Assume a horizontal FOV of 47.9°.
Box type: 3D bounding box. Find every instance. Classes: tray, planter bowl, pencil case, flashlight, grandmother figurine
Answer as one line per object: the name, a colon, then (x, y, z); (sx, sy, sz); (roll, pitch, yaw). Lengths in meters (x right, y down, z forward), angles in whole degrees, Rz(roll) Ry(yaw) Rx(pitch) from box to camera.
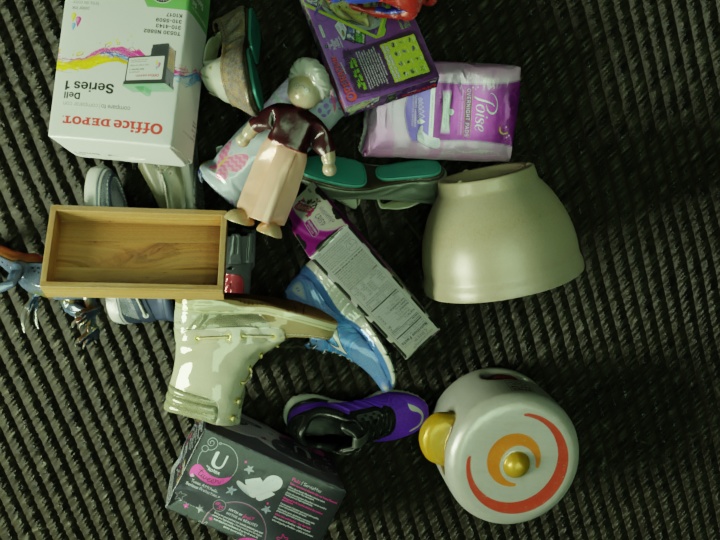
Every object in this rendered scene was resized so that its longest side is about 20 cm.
tray: (-0.253, -0.019, 0.925); (0.197, 0.037, 0.100); (2, 67, -7)
planter bowl: (0.162, -0.055, 0.987); (0.198, 0.200, 0.136); (-13, 103, -5)
pencil case: (-0.106, -0.162, 0.991); (0.200, 0.091, 0.083); (-44, 126, 4)
flashlight: (-0.171, 0.049, 1.034); (0.067, 0.068, 0.203); (3, 102, -5)
grandmother figurine: (-0.081, -0.141, 0.920); (0.120, 0.061, 0.202); (18, 98, -7)

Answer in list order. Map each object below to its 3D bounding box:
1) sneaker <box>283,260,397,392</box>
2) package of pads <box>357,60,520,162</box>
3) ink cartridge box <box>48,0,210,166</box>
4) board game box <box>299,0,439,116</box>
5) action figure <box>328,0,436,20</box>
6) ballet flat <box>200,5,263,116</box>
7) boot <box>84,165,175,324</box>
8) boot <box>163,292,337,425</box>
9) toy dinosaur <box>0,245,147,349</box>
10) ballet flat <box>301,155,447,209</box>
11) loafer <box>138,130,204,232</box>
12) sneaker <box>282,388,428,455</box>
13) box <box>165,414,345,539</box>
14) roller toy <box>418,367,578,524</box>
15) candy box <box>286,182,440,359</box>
sneaker: (-0.025, 0.083, 1.063); (0.089, 0.079, 0.201); (-38, 96, 9)
package of pads: (0.096, -0.200, 1.014); (0.197, 0.076, 0.122); (1, 104, -8)
ink cartridge box: (-0.259, -0.231, 0.919); (0.143, 0.084, 0.203); (5, 85, 3)
board game box: (0.003, -0.290, 0.959); (0.119, 0.032, 0.202); (-17, 75, -11)
action figure: (-0.004, -0.323, 0.908); (0.198, 0.099, 0.066); (-2, 115, -36)
ballet flat: (-0.147, -0.233, 0.927); (0.066, 0.201, 0.069); (-13, 132, 3)
boot: (-0.272, -0.031, 0.994); (0.089, 0.073, 0.202); (-2, 112, 11)
boot: (-0.134, 0.110, 0.988); (0.198, 0.072, 0.157); (7, 96, -12)
toy dinosaur: (-0.379, 0.012, 0.980); (0.200, 0.105, 0.181); (-40, 72, -19)
ballet flat: (0.011, -0.105, 1.031); (0.197, 0.068, 0.064); (0, 131, -5)
loafer: (-0.233, -0.119, 0.994); (0.069, 0.075, 0.203); (-3, 93, -1)
sneaker: (0.000, 0.208, 1.070); (0.198, 0.100, 0.070); (-2, 102, -10)
box: (-0.135, 0.269, 1.050); (0.199, 0.132, 0.116); (28, 93, -12)
roller toy: (0.188, 0.231, 1.080); (0.182, 0.140, 0.201); (-37, 104, 0)
candy box: (0.000, 0.000, 0.983); (0.061, 0.137, 0.200); (-40, 123, 2)
